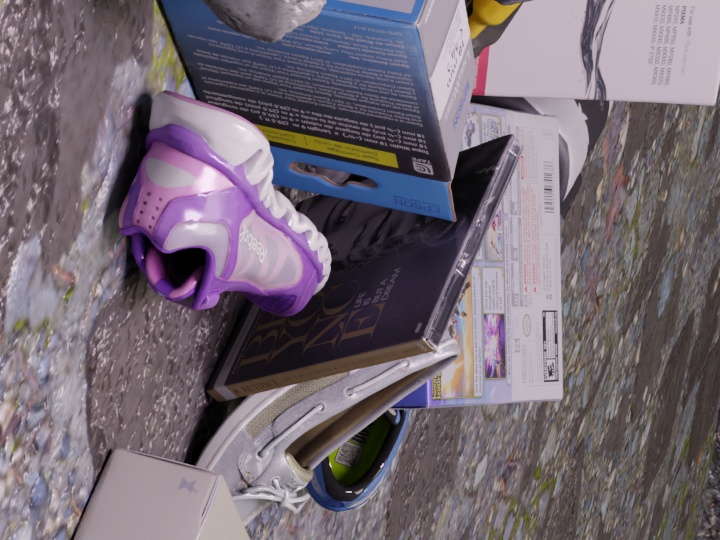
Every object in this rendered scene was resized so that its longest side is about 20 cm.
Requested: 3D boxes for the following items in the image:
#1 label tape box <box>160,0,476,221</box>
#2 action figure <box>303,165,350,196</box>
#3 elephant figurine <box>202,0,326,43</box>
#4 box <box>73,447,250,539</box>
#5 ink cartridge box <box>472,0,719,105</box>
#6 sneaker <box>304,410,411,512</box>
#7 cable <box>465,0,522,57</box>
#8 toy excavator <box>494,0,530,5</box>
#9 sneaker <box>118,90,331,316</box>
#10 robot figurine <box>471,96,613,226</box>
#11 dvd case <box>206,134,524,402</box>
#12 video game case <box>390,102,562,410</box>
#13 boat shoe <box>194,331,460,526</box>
[{"bbox_3d":[-0.017,-0.113,1.264,0.200,0.144,0.063,74,32,-62],"label":"label tape box"},{"bbox_3d":[0.000,-0.141,1.447,0.130,0.069,0.201,-4,111,-81],"label":"action figure"},{"bbox_3d":[-0.015,-0.216,1.088,0.200,0.142,0.155,-40,-173,14],"label":"elephant figurine"},{"bbox_3d":[-0.104,0.183,1.351,0.200,0.068,0.082,76,31,-58],"label":"box"},{"bbox_3d":[0.135,-0.178,1.557,0.145,0.199,0.085,-92,-174,-60],"label":"ink cartridge box"},{"bbox_3d":[0.015,0.070,1.610,0.089,0.078,0.201,169,-64,-83],"label":"sneaker"},{"bbox_3d":[0.048,-0.139,1.418,0.050,0.097,0.200,11,125,-36],"label":"cable"},{"bbox_3d":[0.102,-0.272,1.267,0.195,0.100,0.200,56,37,-34],"label":"toy excavator"},{"bbox_3d":[-0.079,-0.015,1.270,0.089,0.080,0.200,-64,157,-16],"label":"sneaker"},{"bbox_3d":[0.114,-0.112,1.758,0.200,0.124,0.151,-58,168,-48],"label":"robot figurine"},{"bbox_3d":[0.000,0.000,1.384,0.016,0.200,0.149,41,56,-26],"label":"dvd case"},{"bbox_3d":[0.073,-0.010,1.574,0.181,0.045,0.201,2,86,-57],"label":"video game case"},{"bbox_3d":[-0.029,0.096,1.427,0.202,0.065,0.074,-44,158,-3],"label":"boat shoe"}]
